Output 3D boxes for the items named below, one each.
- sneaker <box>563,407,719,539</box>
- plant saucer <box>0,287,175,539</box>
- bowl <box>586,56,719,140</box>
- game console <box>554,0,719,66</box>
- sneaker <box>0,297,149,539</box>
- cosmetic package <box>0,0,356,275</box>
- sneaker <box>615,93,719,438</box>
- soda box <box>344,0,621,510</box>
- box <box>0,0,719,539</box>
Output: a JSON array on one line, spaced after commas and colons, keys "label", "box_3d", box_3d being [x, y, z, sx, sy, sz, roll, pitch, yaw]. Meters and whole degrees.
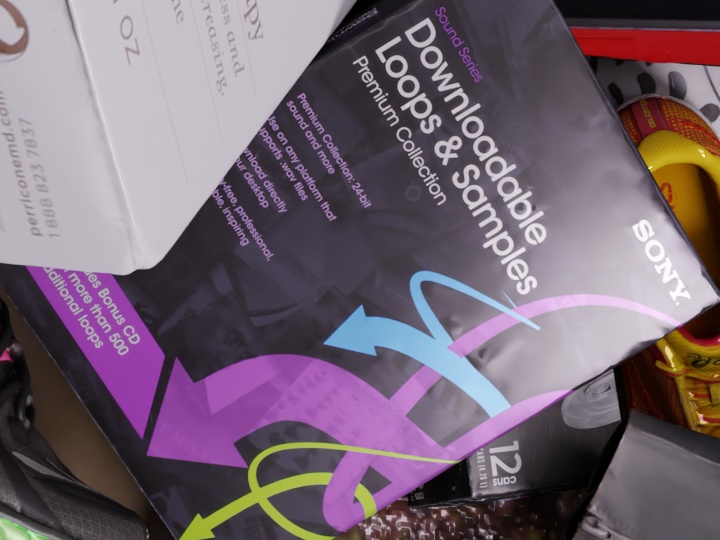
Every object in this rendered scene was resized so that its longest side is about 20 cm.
[{"label": "sneaker", "box_3d": [0.114, 0.132, 0.759, 0.106, 0.201, 0.075, 19, 35, 7]}, {"label": "plant saucer", "box_3d": [-0.141, 0.043, 0.744, 0.199, 0.029, 0.202, 3, 80, -18]}, {"label": "bowl", "box_3d": [0.171, -0.088, 0.832, 0.199, 0.094, 0.202, 3, 80, -17]}, {"label": "game console", "box_3d": [0.116, -0.143, 0.776, 0.175, 0.031, 0.201, 5, 44, 5]}, {"label": "sneaker", "box_3d": [-0.138, 0.029, 0.693, 0.200, 0.077, 0.084, 44, 75, -8]}, {"label": "cosmetic package", "box_3d": [-0.108, -0.126, 0.637, 0.200, 0.165, 0.168, -57, 144, -49]}, {"label": "sneaker", "box_3d": [0.124, 0.036, 0.785, 0.073, 0.077, 0.201, -19, 111, 10]}, {"label": "soda box", "box_3d": [0.044, -0.017, 0.790, 0.063, 0.071, 0.202, -6, 83, -19]}, {"label": "box", "box_3d": [0.000, 0.000, 0.705, 0.199, 0.036, 0.143, -32, 107, 3]}]
